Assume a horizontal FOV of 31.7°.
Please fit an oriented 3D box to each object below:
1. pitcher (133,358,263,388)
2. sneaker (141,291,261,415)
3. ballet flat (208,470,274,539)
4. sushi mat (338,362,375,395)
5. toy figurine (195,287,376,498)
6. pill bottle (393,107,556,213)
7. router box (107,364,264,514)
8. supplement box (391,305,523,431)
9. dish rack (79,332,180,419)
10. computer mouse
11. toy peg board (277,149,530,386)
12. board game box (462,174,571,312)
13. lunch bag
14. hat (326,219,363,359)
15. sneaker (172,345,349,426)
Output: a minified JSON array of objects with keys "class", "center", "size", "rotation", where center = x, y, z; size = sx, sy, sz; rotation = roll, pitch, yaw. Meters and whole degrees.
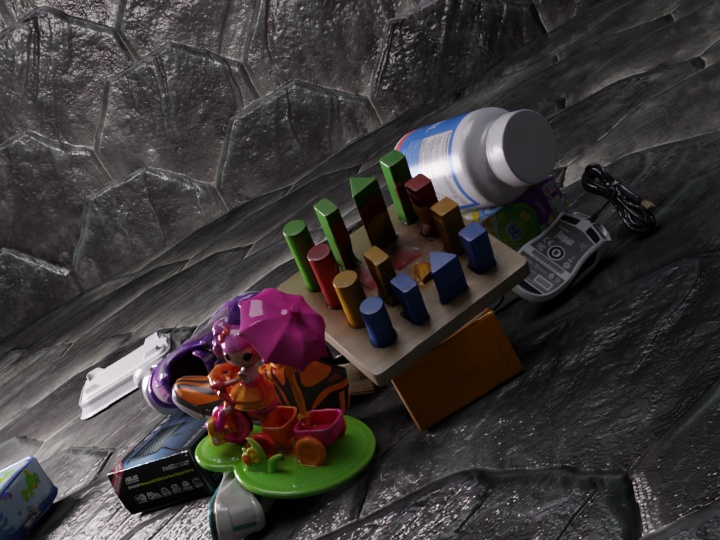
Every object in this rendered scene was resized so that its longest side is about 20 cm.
[{"class":"pitcher","center":[-0.188,0.117,1.686],"size":[0.199,0.123,0.171],"rotation":[-27,-18,32]},{"class":"sneaker","center":[-0.178,0.099,1.559],"size":[0.200,0.081,0.088],"rotation":[-40,0,-18]},{"class":"ballet flat","center":[-0.118,0.223,1.333],"size":[0.069,0.070,0.200],"rotation":[-29,17,8]},{"class":"sushi mat","center":[-0.080,0.138,1.491],"size":[0.197,0.012,0.096],"rotation":[-9,15,-2]},{"class":"toy figurine","center":[-0.093,0.106,1.272],"size":[0.198,0.186,0.150],"rotation":[2,26,24]},{"class":"pill bottle","center":[0.131,-0.126,1.466],"size":[0.112,0.113,0.199],"rotation":[-38,16,-32]},{"class":"router box","center":[-0.194,0.204,1.551],"size":[0.149,0.063,0.200],"rotation":[-20,17,35]},{"class":"supplement box","center":[0.083,0.082,1.350],"size":[0.125,0.074,0.200],"rotation":[-31,12,-1]},{"class":"dish rack","center":[-0.406,0.174,2.206],"size":[0.199,0.044,0.172],"rotation":[-31,12,-3]},{"class":"computer mouse","center":[0.239,-0.030,1.428],"size":[0.200,0.109,0.044],"rotation":[-41,-27,-19]},{"class":"toy peg board","center":[0.029,-0.018,1.292],"size":[0.199,0.098,0.199],"rotation":[-36,40,-15]},{"class":"board game box","center":[0.152,-0.020,1.508],"size":[0.199,0.106,0.103],"rotation":[-33,13,-8]},{"class":"lunch bag","center":[-0.522,0.341,1.747],"size":[0.198,0.083,0.161],"rotation":[-25,15,25]},{"class":"hat","center":[0.000,0.000,1.440],"size":[0.201,0.081,0.201],"rotation":[-47,15,16]},{"class":"sneaker","center":[-0.107,0.111,1.395],"size":[0.197,0.113,0.078],"rotation":[6,22,1]}]
